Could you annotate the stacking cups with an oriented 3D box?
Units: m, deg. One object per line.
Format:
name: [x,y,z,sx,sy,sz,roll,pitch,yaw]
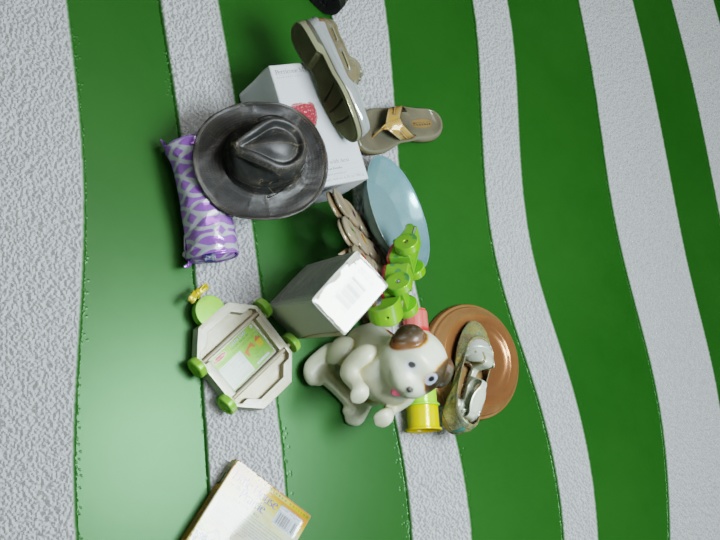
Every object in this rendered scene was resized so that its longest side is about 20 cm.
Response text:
stacking cups: [0.098,0.162,1.573,0.060,0.060,0.201,9,69,-30]

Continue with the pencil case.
pencil case: [-0.235,-0.102,1.423,0.085,0.084,0.201,-11,81,3]

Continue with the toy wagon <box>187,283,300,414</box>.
toy wagon: [-0.185,0.107,1.419,0.155,0.040,0.200,-43,100,-33]

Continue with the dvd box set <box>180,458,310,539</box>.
dvd box set: [-0.176,0.389,1.352,0.146,0.029,0.200,40,61,-16]

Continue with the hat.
hat: [-0.137,-0.166,1.375,0.200,0.081,0.201,3,79,-13]

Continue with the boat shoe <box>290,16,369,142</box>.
boat shoe: [-0.030,-0.294,1.457,0.068,0.075,0.201,-25,90,-29]

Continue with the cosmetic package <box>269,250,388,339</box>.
cosmetic package: [-0.053,0.040,1.413,0.073,0.200,0.104,47,70,-12]

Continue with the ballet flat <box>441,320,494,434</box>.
ballet flat: [0.185,0.172,1.571,0.071,0.071,0.201,29,64,-22]

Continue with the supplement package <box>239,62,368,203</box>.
supplement package: [-0.091,-0.212,1.513,0.121,0.120,0.201,-14,84,-33]

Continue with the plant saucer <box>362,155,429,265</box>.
plant saucer: [0.050,-0.089,1.586,0.201,0.039,0.202,43,36,-42]

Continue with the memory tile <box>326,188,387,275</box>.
memory tile: [0.010,-0.037,1.502,0.200,0.017,0.154,37,28,-63]

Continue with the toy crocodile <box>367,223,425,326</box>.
toy crocodile: [0.058,0.007,1.455,0.068,0.062,0.200,71,25,-43]

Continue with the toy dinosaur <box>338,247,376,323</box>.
toy dinosaur: [0.000,0.000,1.506,0.060,0.106,0.200,-26,134,-5]

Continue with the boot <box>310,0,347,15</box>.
boot: [-0.074,-0.555,1.652,0.200,0.077,0.138,52,52,-25]

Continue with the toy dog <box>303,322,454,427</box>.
toy dog: [0.049,0.146,1.448,0.194,0.200,0.140,-44,109,-31]

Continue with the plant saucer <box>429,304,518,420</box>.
plant saucer: [0.196,0.154,1.643,0.200,0.037,0.201,9,72,-30]

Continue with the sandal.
sandal: [0.070,-0.251,1.663,0.199,0.054,0.081,-13,84,-34]
